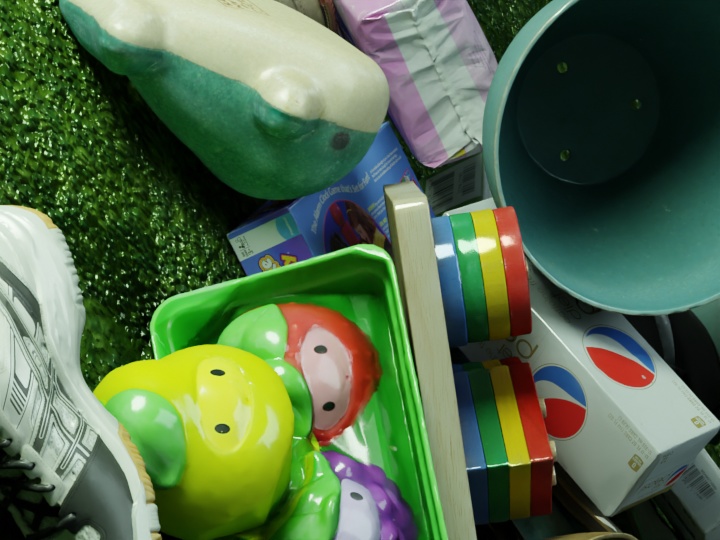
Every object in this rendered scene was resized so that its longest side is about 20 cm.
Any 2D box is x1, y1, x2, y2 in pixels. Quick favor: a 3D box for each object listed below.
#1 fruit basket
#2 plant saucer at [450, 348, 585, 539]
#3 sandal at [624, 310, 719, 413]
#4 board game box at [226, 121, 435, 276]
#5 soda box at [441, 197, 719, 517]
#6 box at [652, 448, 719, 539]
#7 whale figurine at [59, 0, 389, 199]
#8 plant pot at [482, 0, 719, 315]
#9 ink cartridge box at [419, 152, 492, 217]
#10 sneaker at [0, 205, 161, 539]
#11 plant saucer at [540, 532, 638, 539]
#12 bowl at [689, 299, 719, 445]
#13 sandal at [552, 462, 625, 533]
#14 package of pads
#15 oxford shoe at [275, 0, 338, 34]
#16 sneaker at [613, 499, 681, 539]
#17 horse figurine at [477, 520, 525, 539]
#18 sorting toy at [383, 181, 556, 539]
[{"bbox_3d":[-0.044,0.088,1.161,0.216,0.154,0.217,-15,90,-82],"label":"fruit basket"},{"bbox_3d":[0.111,0.128,1.507,0.201,0.027,0.200,56,10,-15],"label":"plant saucer"},{"bbox_3d":[0.182,0.023,1.620,0.201,0.076,0.043,58,19,0],"label":"sandal"},{"bbox_3d":[0.000,0.000,1.431,0.135,0.045,0.200,63,24,-8],"label":"board game box"},{"bbox_3d":[0.118,0.049,1.390,0.068,0.064,0.200,-17,58,-46],"label":"soda box"},{"bbox_3d":[0.194,0.117,1.515,0.145,0.036,0.200,55,-2,15],"label":"box"},{"bbox_3d":[-0.081,-0.101,1.304,0.199,0.104,0.159,13,18,-40],"label":"whale figurine"},{"bbox_3d":[0.157,-0.086,1.388,0.201,0.199,0.135,59,-5,-17],"label":"plant pot"},{"bbox_3d":[0.110,0.026,1.616,0.200,0.059,0.104,55,22,-26],"label":"ink cartridge box"},{"bbox_3d":[-0.157,0.072,1.030,0.087,0.075,0.201,-13,78,-49],"label":"sneaker"},{"bbox_3d":[0.078,0.215,1.275,0.035,0.201,0.200,39,9,30],"label":"plant saucer"},{"bbox_3d":[0.213,0.029,1.728,0.201,0.104,0.202,0,90,-86],"label":"bowl"},{"bbox_3d":[0.126,0.092,1.449,0.201,0.054,0.080,63,11,25],"label":"sandal"},{"bbox_3d":[0.028,-0.157,1.496,0.200,0.075,0.121,-118,-177,-62],"label":"package of pads"},{"bbox_3d":[-0.080,-0.179,1.425,0.200,0.070,0.075,49,62,-46],"label":"oxford shoe"},{"bbox_3d":[0.170,0.193,1.586,0.077,0.088,0.200,54,1,-36],"label":"sneaker"},{"bbox_3d":[0.080,0.205,1.414,0.133,0.050,0.200,58,27,-2],"label":"horse figurine"},{"bbox_3d":[0.062,0.052,1.279,0.199,0.069,0.202,-99,-179,-85],"label":"sorting toy"}]
